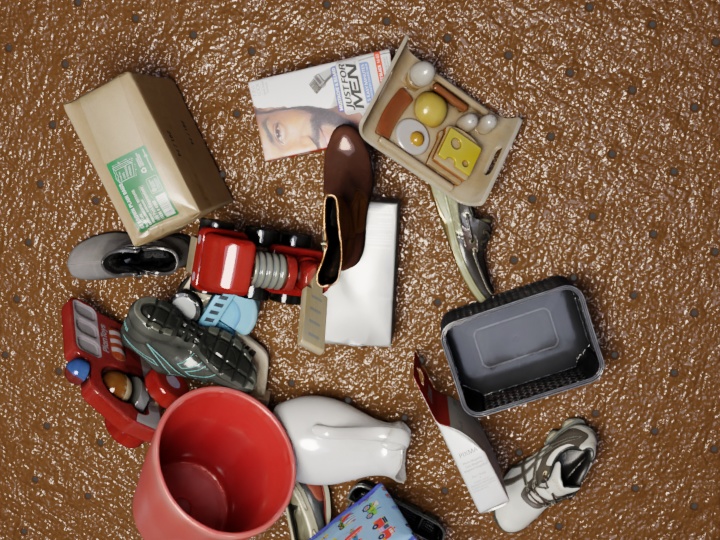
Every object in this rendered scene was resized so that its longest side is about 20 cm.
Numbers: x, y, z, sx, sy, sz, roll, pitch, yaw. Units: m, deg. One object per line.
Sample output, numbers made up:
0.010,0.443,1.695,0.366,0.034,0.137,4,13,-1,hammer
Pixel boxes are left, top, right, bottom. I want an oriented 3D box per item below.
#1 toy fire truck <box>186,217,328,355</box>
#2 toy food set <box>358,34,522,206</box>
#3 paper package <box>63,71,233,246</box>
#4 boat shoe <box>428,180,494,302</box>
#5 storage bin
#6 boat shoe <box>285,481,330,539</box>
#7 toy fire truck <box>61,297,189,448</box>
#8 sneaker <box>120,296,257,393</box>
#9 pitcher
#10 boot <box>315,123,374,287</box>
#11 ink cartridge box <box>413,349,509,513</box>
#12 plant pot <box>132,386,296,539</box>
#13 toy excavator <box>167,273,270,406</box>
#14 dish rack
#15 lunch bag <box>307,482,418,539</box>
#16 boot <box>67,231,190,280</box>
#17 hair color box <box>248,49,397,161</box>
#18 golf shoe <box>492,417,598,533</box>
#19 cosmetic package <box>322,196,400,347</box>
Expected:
-0.114,0.017,1.048,0.174,0.199,0.131,9,94,-28,toy fire truck
0.107,-0.194,1.092,0.199,0.060,0.145,32,72,-14,toy food set
-0.276,-0.151,1.115,0.102,0.191,0.202,-25,96,9,paper package
0.149,-0.056,1.146,0.064,0.073,0.202,-21,95,13,boat shoe
0.218,0.102,1.151,0.198,0.094,0.137,-19,95,7,storage bin
-0.073,0.397,1.201,0.071,0.062,0.203,-20,73,42,boat shoe
-0.338,0.140,1.150,0.112,0.201,0.167,-42,131,16,toy fire truck
-0.231,0.110,1.127,0.199,0.076,0.079,34,124,-15,sneaker
-0.028,0.233,1.156,0.197,0.172,0.123,7,65,3,pitcher
-0.031,-0.086,1.013,0.067,0.200,0.191,9,97,7,boot
0.135,0.207,1.137,0.056,0.163,0.202,-21,95,6,ink cartridge box
-0.208,0.284,1.105,0.200,0.201,0.178,41,132,-1,plant pot
-0.181,0.084,1.192,0.199,0.100,0.196,33,101,-8,toy excavator
0.020,0.420,1.232,0.152,0.055,0.202,26,100,3,dish rack
-0.021,0.393,1.095,0.198,0.151,0.095,-25,108,-9,lunch bag
-0.337,-0.019,1.167,0.197,0.132,0.071,-10,97,6,boot
-0.043,-0.225,1.148,0.197,0.064,0.112,-12,97,8,hair color box
0.257,0.297,1.173,0.077,0.095,0.201,35,101,-1,golf shoe
0.000,0.000,1.163,0.105,0.090,0.203,5,101,5,cosmetic package
